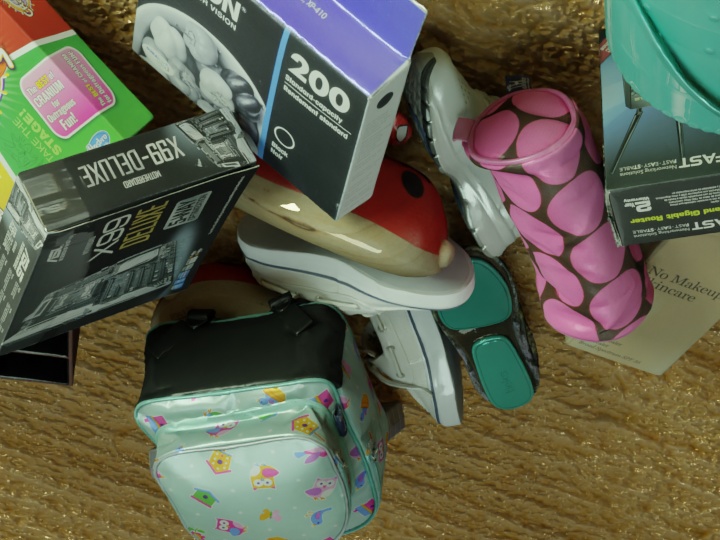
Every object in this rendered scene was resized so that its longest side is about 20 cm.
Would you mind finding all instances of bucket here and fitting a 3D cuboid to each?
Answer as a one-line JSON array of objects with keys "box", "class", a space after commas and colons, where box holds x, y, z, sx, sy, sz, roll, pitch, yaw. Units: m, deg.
[{"box": [0.239, -0.188, 1.184, 0.205, 0.209, 0.135, 0, 146, 3], "class": "bucket"}]

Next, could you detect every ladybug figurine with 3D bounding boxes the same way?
[{"box": [-0.020, -0.058, 1.405, 0.199, 0.072, 0.136, 24, -173, 10], "class": "ladybug figurine"}, {"box": [-0.090, 0.055, 1.606, 0.135, 0.072, 0.200, -21, 137, 27], "class": "ladybug figurine"}]

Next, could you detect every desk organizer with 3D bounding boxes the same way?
[{"box": [-0.250, 0.018, 1.527, 0.071, 0.078, 0.200, 6, 156, -5], "class": "desk organizer"}]

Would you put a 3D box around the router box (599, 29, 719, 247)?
[{"box": [0.260, -0.104, 1.320, 0.198, 0.151, 0.062, -9, 140, 14], "class": "router box"}]

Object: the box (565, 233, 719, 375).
[{"box": [0.242, -0.013, 1.496, 0.094, 0.078, 0.200, 18, 140, -17], "class": "box"}]

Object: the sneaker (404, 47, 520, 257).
[{"box": [0.091, -0.096, 1.422, 0.087, 0.075, 0.200, -26, 139, 8], "class": "sneaker"}]

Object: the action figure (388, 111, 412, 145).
[{"box": [-0.007, -0.155, 1.340, 0.051, 0.066, 0.201, -8, 140, 18], "class": "action figure"}]

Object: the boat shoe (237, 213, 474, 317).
[{"box": [0.000, 0.000, 1.500, 0.199, 0.074, 0.066, 18, 141, 29], "class": "boat shoe"}]

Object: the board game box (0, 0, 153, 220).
[{"box": [-0.256, -0.128, 1.331, 0.200, 0.040, 0.153, 47, 128, -5], "class": "board game box"}]

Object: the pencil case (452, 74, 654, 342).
[{"box": [0.138, -0.037, 1.387, 0.093, 0.091, 0.201, -7, 133, 24], "class": "pencil case"}]

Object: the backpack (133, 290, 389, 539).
[{"box": [-0.068, 0.135, 1.527, 0.174, 0.154, 0.200, -11, 142, 13], "class": "backpack"}]

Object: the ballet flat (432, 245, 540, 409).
[{"box": [0.096, 0.030, 1.568, 0.071, 0.072, 0.201, -8, 139, 13], "class": "ballet flat"}]

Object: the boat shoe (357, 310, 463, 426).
[{"box": [0.028, 0.057, 1.602, 0.085, 0.075, 0.203, -8, 138, 13], "class": "boat shoe"}]

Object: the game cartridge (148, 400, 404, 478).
[{"box": [-0.069, 0.147, 1.698, 0.198, 0.039, 0.130, -8, 179, 14], "class": "game cartridge"}]

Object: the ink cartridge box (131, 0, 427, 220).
[{"box": [-0.059, -0.154, 1.266, 0.198, 0.043, 0.201, 41, 148, 15], "class": "ink cartridge box"}]

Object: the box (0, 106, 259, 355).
[{"box": [-0.171, -0.024, 1.342, 0.157, 0.050, 0.200, -21, 164, -29], "class": "box"}]
